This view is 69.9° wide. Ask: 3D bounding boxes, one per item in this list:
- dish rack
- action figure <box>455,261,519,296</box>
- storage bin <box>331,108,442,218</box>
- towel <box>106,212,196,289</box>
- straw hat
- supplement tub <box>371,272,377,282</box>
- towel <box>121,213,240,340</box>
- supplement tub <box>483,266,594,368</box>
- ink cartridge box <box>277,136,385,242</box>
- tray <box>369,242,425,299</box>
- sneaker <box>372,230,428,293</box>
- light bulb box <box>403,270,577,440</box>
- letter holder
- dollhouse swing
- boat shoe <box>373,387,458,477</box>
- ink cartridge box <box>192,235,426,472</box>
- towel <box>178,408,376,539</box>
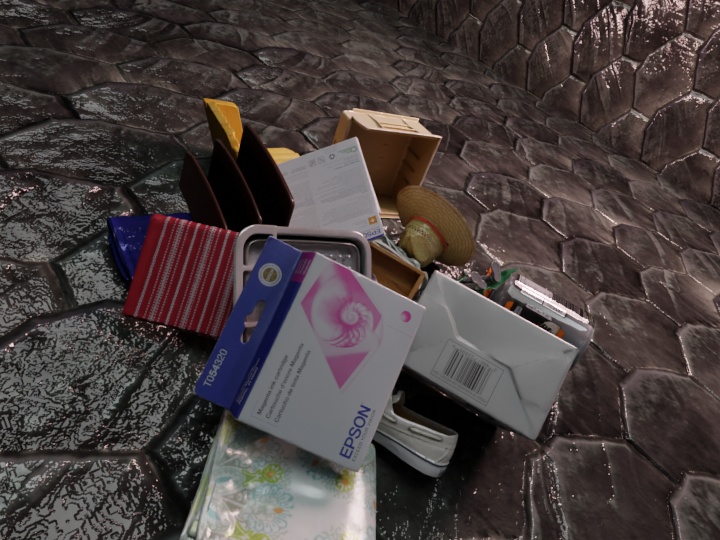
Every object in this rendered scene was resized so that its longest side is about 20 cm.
[{"bbox_3d":[-0.076,0.032,0.671,0.199,0.173,0.043,1,-1,-34],"label":"dish rack"},{"bbox_3d":[0.160,0.033,0.864,0.117,0.200,0.055,-22,86,-24],"label":"action figure"},{"bbox_3d":[0.035,-0.221,1.087,0.197,0.201,0.094,-2,41,-31],"label":"storage bin"},{"bbox_3d":[-0.275,-0.027,0.802,0.199,0.050,0.148,-8,53,-37],"label":"towel"},{"bbox_3d":[0.115,-0.053,0.973,0.201,0.202,0.085,38,68,20],"label":"straw hat"},{"bbox_3d":[-0.074,0.034,0.778,0.198,0.107,0.107,3,40,-26],"label":"supplement tub"},{"bbox_3d":[-0.207,0.013,0.688,0.198,0.146,0.022,13,-9,4],"label":"towel"},{"bbox_3d":[0.293,0.084,0.908,0.199,0.123,0.123,30,36,10],"label":"supplement tub"},{"bbox_3d":[-0.071,-0.106,0.868,0.198,0.041,0.202,-17,67,5],"label":"ink cartridge box"},{"bbox_3d":[0.000,0.000,0.878,0.199,0.099,0.037,30,-8,10],"label":"tray"},{"bbox_3d":[0.025,-0.024,0.938,0.199,0.074,0.088,37,36,19],"label":"sneaker"},{"bbox_3d":[0.150,0.117,0.702,0.197,0.200,0.125,30,81,9],"label":"light bulb box"},{"bbox_3d":[-0.195,-0.121,0.797,0.100,0.143,0.201,-8,52,-35],"label":"letter holder"},{"bbox_3d":[-0.188,-0.245,1.034,0.175,0.183,0.200,-20,50,-19],"label":"dollhouse swing"},{"bbox_3d":[0.032,0.179,0.661,0.199,0.070,0.071,29,9,18],"label":"boat shoe"},{"bbox_3d":[-0.053,0.088,0.570,0.199,0.043,0.198,26,79,-10],"label":"ink cartridge box"},{"bbox_3d":[-0.077,0.243,0.561,0.198,0.048,0.172,17,37,-9],"label":"towel"}]
